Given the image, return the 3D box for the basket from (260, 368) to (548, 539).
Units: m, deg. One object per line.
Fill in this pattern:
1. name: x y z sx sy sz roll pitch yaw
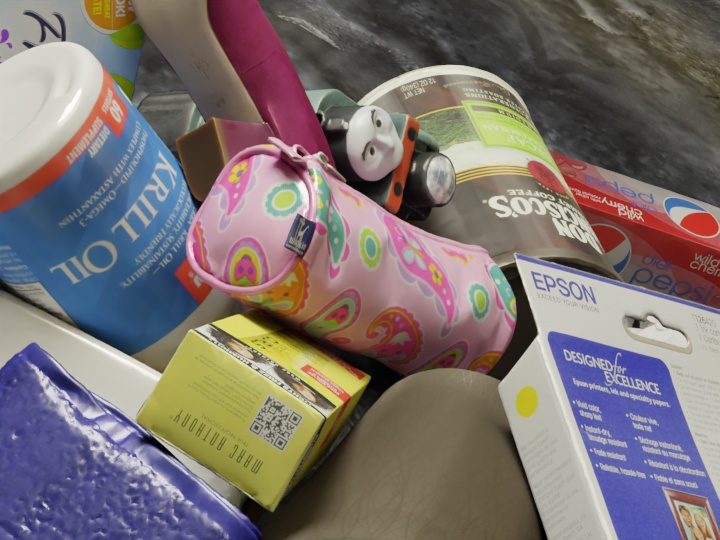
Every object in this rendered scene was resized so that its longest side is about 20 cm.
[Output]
1. basket: 0.022 0.139 0.961 0.136 0.180 0.200 51 31 -7

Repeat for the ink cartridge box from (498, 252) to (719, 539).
1. ink cartridge box: 0.154 0.103 0.998 0.197 0.047 0.201 15 46 -42

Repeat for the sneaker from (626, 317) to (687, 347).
1. sneaker: 0.177 0.118 1.163 0.075 0.202 0.114 4 7 -45

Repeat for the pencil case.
1. pencil case: 0.000 0.000 1.065 0.200 0.087 0.088 28 21 -49

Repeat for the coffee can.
1. coffee can: 0.069 -0.011 1.270 0.145 0.147 0.201 10 35 -26

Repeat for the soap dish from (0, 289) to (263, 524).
1. soap dish: -0.152 0.102 0.996 0.199 0.082 0.158 28 31 2

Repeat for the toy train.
1. toy train: -0.043 -0.060 1.191 0.199 0.086 0.114 2 -19 40

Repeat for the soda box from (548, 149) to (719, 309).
1. soda box: 0.191 -0.019 1.446 0.199 0.070 0.064 17 31 -15

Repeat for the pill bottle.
1. pill bottle: -0.129 -0.012 1.076 0.200 0.112 0.113 52 16 -34

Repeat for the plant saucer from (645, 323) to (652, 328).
1. plant saucer: 0.258 0.105 1.322 0.199 0.032 0.201 29 21 -12

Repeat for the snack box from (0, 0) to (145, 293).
1. snack box: -0.213 -0.085 1.108 0.168 0.201 0.068 7 15 -31

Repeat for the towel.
1. towel: -0.154 0.145 0.868 0.147 0.050 0.200 36 74 26

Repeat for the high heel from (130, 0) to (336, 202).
1. high heel: -0.065 -0.125 1.097 0.096 0.067 0.202 3 76 -49

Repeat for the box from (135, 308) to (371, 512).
1. box: -0.045 0.060 0.963 0.075 0.050 0.200 32 4 5
